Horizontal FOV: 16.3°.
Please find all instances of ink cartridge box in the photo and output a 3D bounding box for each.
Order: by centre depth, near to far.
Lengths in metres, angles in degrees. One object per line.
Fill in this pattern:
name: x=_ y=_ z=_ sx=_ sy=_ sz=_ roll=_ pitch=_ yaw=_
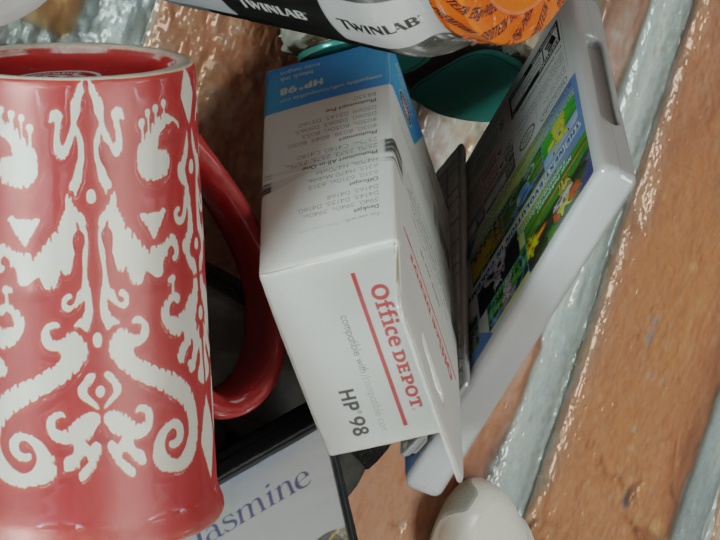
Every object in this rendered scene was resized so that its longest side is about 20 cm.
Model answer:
ink cartridge box: x=0.000 y=0.000 z=1.163 sx=0.200 sy=0.067 sz=0.116 roll=-91 pitch=165 yaw=-51

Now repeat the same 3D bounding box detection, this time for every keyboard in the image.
keyboard: x=0.038 y=0.011 z=1.262 sx=0.011 sy=0.200 sz=0.056 roll=23 pitch=124 yaw=-15

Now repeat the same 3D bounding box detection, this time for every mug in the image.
mug: x=-0.119 y=0.003 z=1.101 sx=0.178 sy=0.133 sz=0.201 roll=-37 pitch=129 yaw=-68

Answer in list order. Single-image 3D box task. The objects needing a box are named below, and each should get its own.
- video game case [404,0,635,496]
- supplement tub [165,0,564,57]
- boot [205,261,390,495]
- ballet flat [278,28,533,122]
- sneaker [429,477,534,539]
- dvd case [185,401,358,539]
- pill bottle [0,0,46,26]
video game case: x=0.072 y=-0.016 z=1.245 sx=0.022 sy=0.182 sz=0.200 roll=22 pitch=119 yaw=-14
supplement tub: x=-0.007 y=-0.162 z=1.101 sx=0.122 sy=0.200 sz=0.123 roll=-22 pitch=120 yaw=-45
boot: x=-0.068 y=0.087 z=1.233 sx=0.132 sy=0.070 sz=0.200 roll=-53 pitch=132 yaw=-13
ballet flat: x=0.030 y=-0.126 z=1.280 sx=0.200 sy=0.072 sz=0.072 roll=13 pitch=93 yaw=-55
sneaker: x=0.101 y=0.195 z=1.473 sx=0.070 sy=0.080 sz=0.200 roll=-50 pitch=136 yaw=-25
dvd case: x=-0.063 y=0.165 z=1.238 sx=0.142 sy=0.018 sz=0.200 roll=-29 pitch=137 yaw=-16
pill bottle: x=-0.193 y=-0.153 z=0.869 sx=0.113 sy=0.200 sz=0.114 roll=-22 pitch=120 yaw=-45
